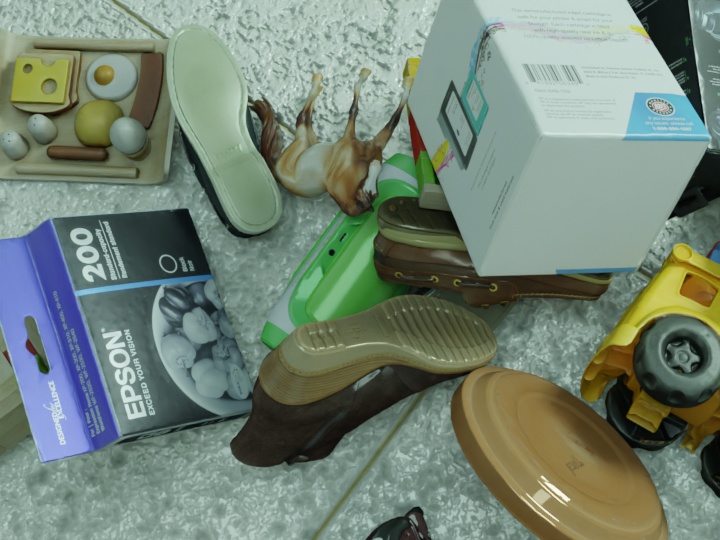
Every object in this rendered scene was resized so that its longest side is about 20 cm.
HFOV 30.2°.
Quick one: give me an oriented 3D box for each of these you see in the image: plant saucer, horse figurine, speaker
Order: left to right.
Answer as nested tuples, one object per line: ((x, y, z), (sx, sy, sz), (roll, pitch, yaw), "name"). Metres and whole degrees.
((-0.030, -0.109, 1.172), (0.199, 0.050, 0.134), (6, 75, 48), "horse figurine")
((0.000, 0.000, 1.153), (0.088, 0.089, 0.201), (35, 82, 13), "speaker")
((0.159, 0.146, 1.034), (0.200, 0.200, 0.032), (43, 116, 14), "plant saucer")

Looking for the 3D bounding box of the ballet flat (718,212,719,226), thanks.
((0.330, -0.049, 1.095), (0.073, 0.075, 0.201), (22, 42, 11), "ballet flat")

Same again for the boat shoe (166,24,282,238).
((-0.128, -0.120, 1.206), (0.074, 0.066, 0.201), (-24, 83, -22), "boat shoe")

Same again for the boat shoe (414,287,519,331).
((0.101, 0.004, 1.166), (0.200, 0.073, 0.063), (-41, 32, 1), "boat shoe")

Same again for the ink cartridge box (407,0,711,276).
((0.145, -0.119, 1.042), (0.145, 0.147, 0.202), (-1, 48, -20), "ink cartridge box")

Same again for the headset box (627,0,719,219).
((0.254, -0.146, 1.106), (0.092, 0.174, 0.203), (4, 72, -27), "headset box")

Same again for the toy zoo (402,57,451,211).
((0.105, -0.124, 1.154), (0.129, 0.021, 0.202), (6, 47, -12), "toy zoo")

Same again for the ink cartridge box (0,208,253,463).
((-0.202, 0.047, 1.124), (0.198, 0.043, 0.200), (-8, 70, -41), "ink cartridge box")

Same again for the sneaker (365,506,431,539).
((0.070, 0.251, 1.088), (0.197, 0.076, 0.117), (1, 73, 7), "sneaker")

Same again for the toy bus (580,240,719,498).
((0.306, 0.068, 1.090), (0.199, 0.136, 0.193), (30, 65, 11), "toy bus")

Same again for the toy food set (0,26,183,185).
((-0.262, -0.159, 1.235), (0.197, 0.060, 0.146), (3, 76, 7), "toy food set")

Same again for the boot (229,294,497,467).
((0.000, 0.097, 1.105), (0.197, 0.167, 0.073), (-1, 52, -26), "boot")

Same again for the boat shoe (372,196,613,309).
((0.106, -0.006, 1.095), (0.197, 0.072, 0.068), (12, 118, 0), "boat shoe")

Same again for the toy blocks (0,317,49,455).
((-0.312, 0.069, 1.176), (0.199, 0.100, 0.137), (-38, 64, -5), "toy blocks")
